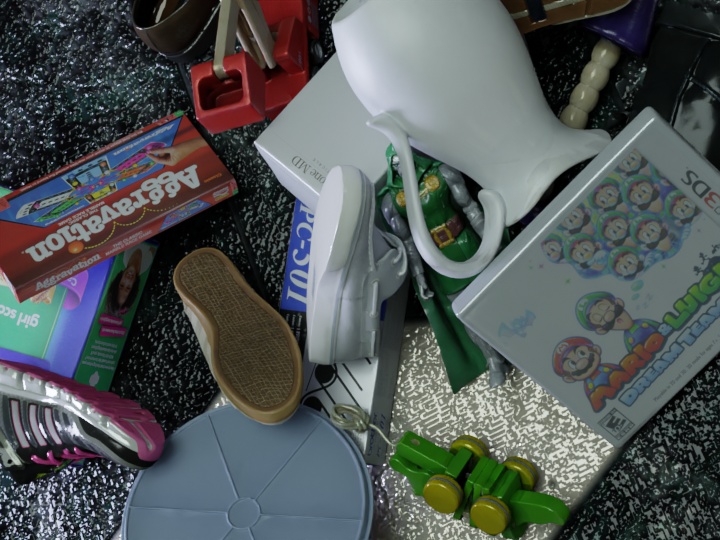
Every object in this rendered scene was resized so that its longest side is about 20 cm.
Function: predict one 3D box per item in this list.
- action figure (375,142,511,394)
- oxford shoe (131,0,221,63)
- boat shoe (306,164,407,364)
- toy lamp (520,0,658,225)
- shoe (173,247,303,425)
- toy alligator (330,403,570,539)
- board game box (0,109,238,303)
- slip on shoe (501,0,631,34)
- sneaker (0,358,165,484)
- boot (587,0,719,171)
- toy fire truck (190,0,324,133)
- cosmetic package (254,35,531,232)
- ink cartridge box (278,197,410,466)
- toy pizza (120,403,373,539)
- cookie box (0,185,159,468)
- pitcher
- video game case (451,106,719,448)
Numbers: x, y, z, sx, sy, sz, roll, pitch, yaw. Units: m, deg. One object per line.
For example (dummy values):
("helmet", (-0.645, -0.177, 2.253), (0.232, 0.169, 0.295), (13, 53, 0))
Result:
("action figure", (0.071, -0.011, 1.596), (0.118, 0.055, 0.201), (-30, 106, 7))
("oxford shoe", (-0.127, -0.273, 1.775), (0.072, 0.084, 0.201), (24, 90, 28))
("boat shoe", (0.000, 0.000, 1.572), (0.068, 0.201, 0.072), (0, 44, -8))
("toy lamp", (0.166, -0.126, 1.624), (0.058, 0.058, 0.201), (27, 92, 26))
("shoe", (-0.089, 0.057, 1.678), (0.069, 0.054, 0.200), (-28, 43, -4))
("toy alligator", (0.064, 0.159, 1.621), (0.199, 0.059, 0.055), (22, 134, 18))
("board game box", (-0.209, -0.054, 1.741), (0.199, 0.020, 0.103), (-28, 50, -15))
("slip on shoe", (0.111, -0.213, 1.588), (0.198, 0.061, 0.077), (-11, 113, 16))
("sneaker", (-0.236, 0.132, 1.682), (0.199, 0.074, 0.088), (17, 92, 33))
("boot", (0.268, -0.097, 1.563), (0.197, 0.073, 0.164), (20, 89, 31))
("toy fire truck", (-0.080, -0.187, 1.690), (0.048, 0.141, 0.202), (-14, 64, 22))
("cosmetic package", (0.028, -0.125, 1.649), (0.107, 0.085, 0.200), (37, 80, 25))
("ink cartridge box", (-0.017, 0.047, 1.688), (0.093, 0.044, 0.202), (5, 83, 24))
("toy pizza", (-0.085, 0.190, 1.627), (0.198, 0.032, 0.202), (-7, 57, 11))
("cookie box", (-0.282, 0.042, 1.797), (0.170, 0.075, 0.202), (18, 90, 25))
("pitcher", (0.059, -0.112, 1.523), (0.200, 0.121, 0.172), (47, 64, -13))
("video game case", (0.194, 0.010, 1.533), (0.200, 0.182, 0.024), (-45, 28, 12))
